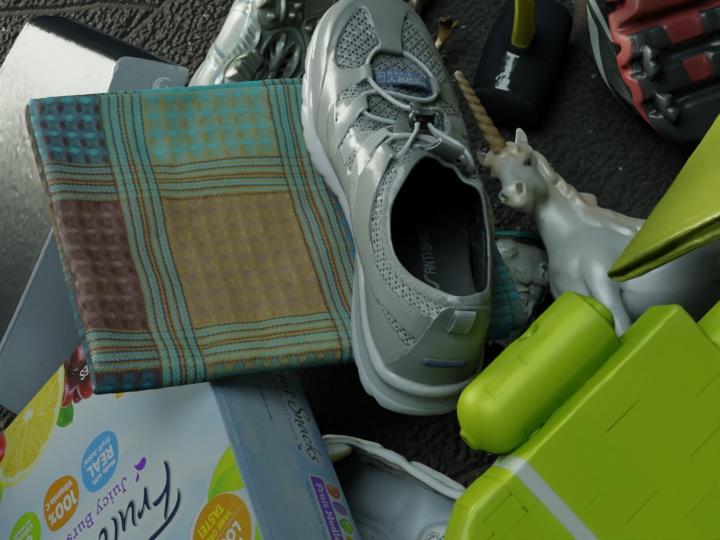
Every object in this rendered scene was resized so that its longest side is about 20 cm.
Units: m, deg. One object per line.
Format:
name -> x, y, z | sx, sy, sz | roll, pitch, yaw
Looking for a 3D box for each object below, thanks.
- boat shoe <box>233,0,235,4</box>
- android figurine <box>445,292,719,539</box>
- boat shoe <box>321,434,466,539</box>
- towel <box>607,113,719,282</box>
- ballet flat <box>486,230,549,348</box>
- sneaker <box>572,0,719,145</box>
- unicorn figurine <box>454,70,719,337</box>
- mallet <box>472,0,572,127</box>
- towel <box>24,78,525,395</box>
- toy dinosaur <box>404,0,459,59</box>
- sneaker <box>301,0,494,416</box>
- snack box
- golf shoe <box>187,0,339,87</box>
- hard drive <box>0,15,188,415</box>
boat shoe -> -0.005, -0.200, 0.999 | 0.200, 0.072, 0.068 | -46, 40, -16
android figurine -> 0.116, 0.101, 0.690 | 0.200, 0.041, 0.182 | -45, 95, -7
boat shoe -> -0.017, 0.103, 0.804 | 0.200, 0.069, 0.071 | 6, 64, 29
towel -> 0.178, -0.070, 0.746 | 0.200, 0.018, 0.086 | -50, 9, -34
ballet flat -> 0.000, 0.000, 0.869 | 0.200, 0.072, 0.072 | 11, 65, 32
sneaker -> 0.133, -0.158, 0.849 | 0.071, 0.098, 0.201 | -15, 94, -9
unicorn figurine -> 0.127, 0.004, 0.783 | 0.200, 0.074, 0.138 | 11, 49, -11
mallet -> 0.076, -0.129, 0.835 | 0.041, 0.200, 0.066 | 18, 78, 10
towel -> -0.036, -0.023, 0.771 | 0.200, 0.022, 0.147 | -6, 62, -25
toy dinosaur -> -0.002, -0.092, 0.942 | 0.200, 0.060, 0.106 | -49, 31, -18
sneaker -> 0.028, -0.043, 0.744 | 0.075, 0.082, 0.200 | -2, 61, -21
snack box -> -0.101, 0.120, 0.788 | 0.200, 0.068, 0.169 | -46, 47, 28
golf shoe -> -0.054, -0.108, 0.893 | 0.097, 0.078, 0.200 | -22, 34, 44
hard drive -> -0.173, -0.033, 0.929 | 0.135, 0.042, 0.200 | 28, 96, 47
